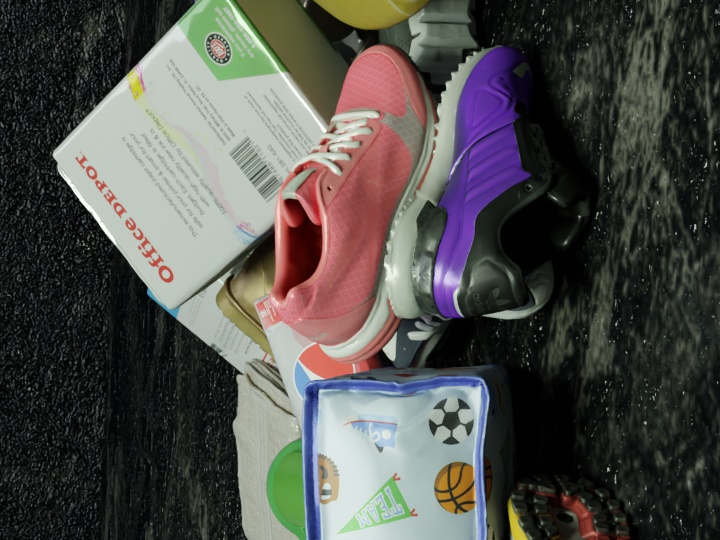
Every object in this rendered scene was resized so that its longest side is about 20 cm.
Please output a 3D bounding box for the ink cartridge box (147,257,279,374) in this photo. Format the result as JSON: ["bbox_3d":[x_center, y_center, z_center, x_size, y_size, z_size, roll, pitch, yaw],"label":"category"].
[{"bbox_3d":[-0.099,0.038,1.255,0.067,0.199,0.116,-48,-5,-33],"label":"ink cartridge box"}]

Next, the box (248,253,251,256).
[{"bbox_3d":[-0.087,-0.116,1.093,0.075,0.050,0.202,-116,35,-57],"label":"box"}]

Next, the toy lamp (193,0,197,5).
[{"bbox_3d":[-0.108,-0.213,0.921,0.200,0.057,0.059,-71,-15,-88],"label":"toy lamp"}]

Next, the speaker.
[{"bbox_3d":[-0.016,0.174,1.045,0.200,0.087,0.090,163,109,-72],"label":"speaker"}]

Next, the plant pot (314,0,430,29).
[{"bbox_3d":[-0.001,-0.264,0.810,0.195,0.194,0.200,-44,39,9],"label":"plant pot"}]

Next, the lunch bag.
[{"bbox_3d":[0.030,0.158,0.766,0.170,0.122,0.203,4,-97,-77],"label":"lunch bag"}]

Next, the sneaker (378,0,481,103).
[{"bbox_3d":[0.048,-0.140,0.928,0.091,0.066,0.203,129,141,-73],"label":"sneaker"}]

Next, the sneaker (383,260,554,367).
[{"bbox_3d":[0.057,0.017,0.867,0.198,0.080,0.130,15,143,41],"label":"sneaker"}]

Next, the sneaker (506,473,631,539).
[{"bbox_3d":[0.116,0.191,0.653,0.201,0.077,0.083,-99,15,-60],"label":"sneaker"}]

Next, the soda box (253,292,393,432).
[{"bbox_3d":[-0.002,0.102,0.912,0.202,0.063,0.070,68,-165,15],"label":"soda box"}]

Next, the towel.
[{"bbox_3d":[-0.075,0.192,1.224,0.132,0.034,0.202,30,126,56],"label":"towel"}]

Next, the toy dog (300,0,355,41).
[{"bbox_3d":[-0.020,-0.277,0.998,0.131,0.096,0.202,16,83,55],"label":"toy dog"}]

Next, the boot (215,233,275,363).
[{"bbox_3d":[0.000,0.000,1.006,0.200,0.174,0.066,-51,5,28],"label":"boot"}]

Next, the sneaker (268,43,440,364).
[{"bbox_3d":[-0.007,-0.051,0.792,0.073,0.086,0.203,-6,69,41],"label":"sneaker"}]

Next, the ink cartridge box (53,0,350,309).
[{"bbox_3d":[-0.100,-0.091,0.942,0.200,0.084,0.145,-38,90,31],"label":"ink cartridge box"}]

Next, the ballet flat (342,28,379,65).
[{"bbox_3d":[0.003,-0.227,1.077,0.070,0.069,0.202,112,155,-46],"label":"ballet flat"}]

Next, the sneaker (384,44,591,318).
[{"bbox_3d":[0.089,-0.050,0.770,0.070,0.098,0.202,63,-142,-45],"label":"sneaker"}]

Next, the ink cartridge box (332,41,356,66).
[{"bbox_3d":[-0.037,-0.098,1.150,0.147,0.083,0.202,-113,31,-53],"label":"ink cartridge box"}]
